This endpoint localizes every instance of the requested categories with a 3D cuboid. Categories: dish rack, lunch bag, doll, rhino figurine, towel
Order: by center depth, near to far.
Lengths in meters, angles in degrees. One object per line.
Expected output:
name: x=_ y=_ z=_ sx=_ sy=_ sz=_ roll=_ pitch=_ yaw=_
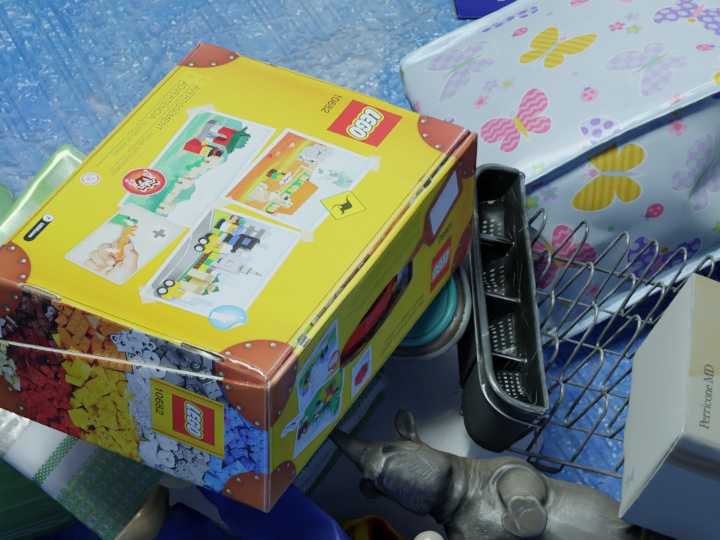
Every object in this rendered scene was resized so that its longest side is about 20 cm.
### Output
doll: x=-0.015 y=0.160 z=1.295 sx=0.200 sy=0.137 sz=0.048 roll=38 pitch=23 yaw=1
rhino figurine: x=0.071 y=0.117 z=1.321 sx=0.199 sy=0.060 sz=0.087 roll=26 pitch=9 yaw=-7
towel: x=-0.103 y=0.047 z=1.363 sx=0.200 sy=0.031 sz=0.149 roll=37 pitch=66 yaw=4
dish rack: x=0.135 y=0.040 z=1.409 sx=0.199 sy=0.055 sz=0.154 roll=15 pitch=47 yaw=-20
lunch bag: x=0.144 y=-0.076 z=1.531 sx=0.199 sy=0.127 sz=0.170 roll=-29 pitch=36 yaw=0

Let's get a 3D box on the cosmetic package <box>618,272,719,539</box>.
cosmetic package: x=0.224 y=0.088 z=1.321 sx=0.199 sy=0.071 sz=0.106 roll=19 pitch=46 yaw=-11

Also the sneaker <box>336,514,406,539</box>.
sneaker: x=-0.017 y=0.144 z=1.385 sx=0.199 sy=0.078 sz=0.073 roll=13 pitch=22 yaw=21

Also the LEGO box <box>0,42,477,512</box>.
LEGO box: x=-0.057 y=-0.003 z=1.298 sx=0.148 sy=0.077 sz=0.200 roll=20 pitch=43 yaw=20

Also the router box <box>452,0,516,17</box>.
router box: x=0.164 y=-0.229 z=1.745 sx=0.199 sy=0.049 sz=0.180 roll=2 pitch=46 yaw=17

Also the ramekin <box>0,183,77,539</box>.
ramekin: x=-0.204 y=0.051 z=1.460 sx=0.097 sy=0.201 sz=0.200 roll=-13 pitch=43 yaw=-9

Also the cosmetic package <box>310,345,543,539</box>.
cosmetic package: x=-0.020 y=0.082 z=1.453 sx=0.199 sy=0.085 sz=0.108 roll=5 pitch=43 yaw=21

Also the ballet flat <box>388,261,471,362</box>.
ballet flat: x=0.000 y=0.000 z=1.428 sx=0.067 sy=0.064 sz=0.200 roll=-50 pitch=45 yaw=-7
